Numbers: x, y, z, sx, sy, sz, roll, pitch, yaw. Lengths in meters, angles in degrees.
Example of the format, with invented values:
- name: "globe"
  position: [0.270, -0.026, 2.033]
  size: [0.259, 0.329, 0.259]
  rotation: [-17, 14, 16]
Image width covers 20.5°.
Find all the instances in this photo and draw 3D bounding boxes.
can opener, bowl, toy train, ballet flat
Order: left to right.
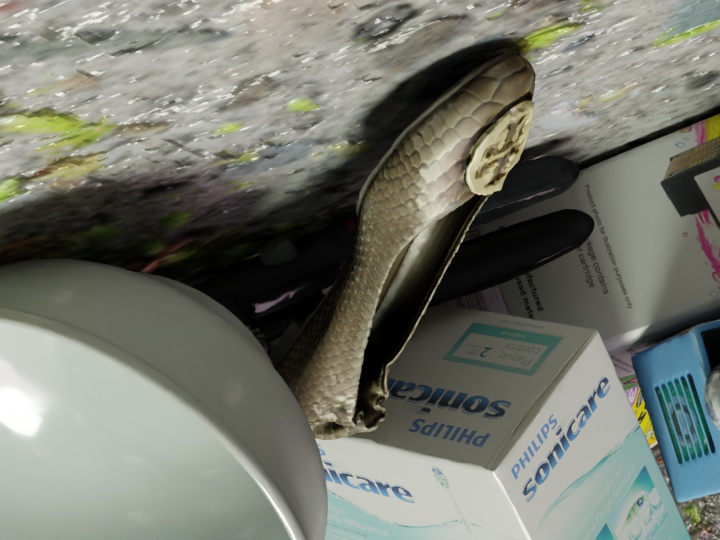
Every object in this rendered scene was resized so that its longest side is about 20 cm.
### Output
- name: "bowl"
  position: [-0.091, 0.064, 0.746]
  size: [0.201, 0.201, 0.090]
  rotation: [-30, -159, 43]
- name: "can opener"
  position: [0.000, 0.000, 0.829]
  size: [0.200, 0.079, 0.063]
  rotation: [-23, 129, 6]
- name: "ballet flat"
  position: [0.018, 0.000, 0.731]
  size: [0.067, 0.046, 0.200]
  rotation: [-22, 154, -44]
- name: "toy train"
  position: [0.219, 0.038, 0.848]
  size: [0.200, 0.087, 0.114]
  rotation: [-14, 173, -24]

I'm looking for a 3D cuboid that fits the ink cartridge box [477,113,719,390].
- name: "ink cartridge box"
  position: [0.172, -0.016, 0.917]
  size: [0.200, 0.084, 0.145]
  rotation: [-22, 166, 14]

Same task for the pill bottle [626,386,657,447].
- name: "pill bottle"
  position: [0.123, 0.056, 1.113]
  size: [0.104, 0.104, 0.200]
  rotation: [-24, 167, 22]

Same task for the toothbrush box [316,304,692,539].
- name: "toothbrush box"
  position: [0.058, 0.113, 0.875]
  size: [0.146, 0.200, 0.085]
  rotation: [8, -132, 43]

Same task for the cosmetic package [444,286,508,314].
- name: "cosmetic package"
  position: [-0.022, 0.067, 1.022]
  size: [0.200, 0.071, 0.101]
  rotation: [-26, 166, 32]
